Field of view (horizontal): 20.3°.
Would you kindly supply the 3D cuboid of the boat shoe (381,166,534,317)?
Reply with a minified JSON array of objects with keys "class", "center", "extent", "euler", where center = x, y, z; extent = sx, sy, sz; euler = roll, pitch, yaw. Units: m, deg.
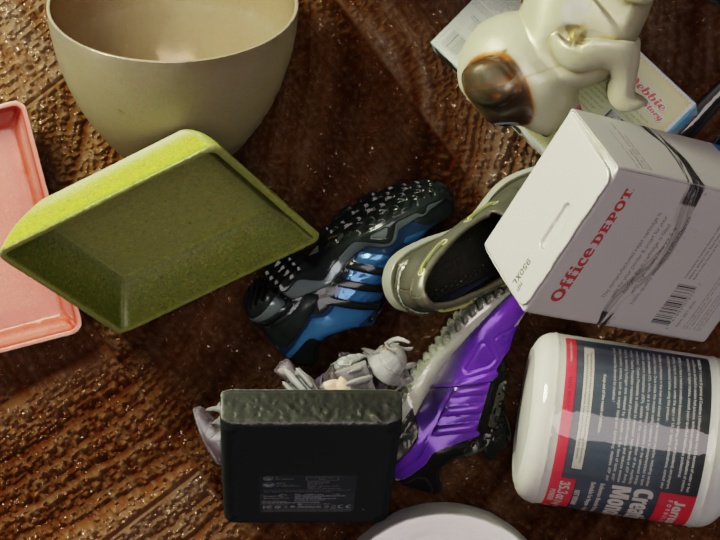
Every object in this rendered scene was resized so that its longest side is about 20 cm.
[{"class":"boat shoe","center":[0.113,-0.024,1.649],"extent":[0.201,0.060,0.072],"euler":[-31,109,-21]}]

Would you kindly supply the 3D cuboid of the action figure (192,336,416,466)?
[{"class":"action figure","center":[-0.037,0.101,1.630],"extent":[0.199,0.130,0.070],"euler":[-31,69,29]}]

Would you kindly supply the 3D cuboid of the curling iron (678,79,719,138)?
[{"class":"curling iron","center":[0.246,-0.090,1.672],"extent":[0.200,0.050,0.026],"euler":[-45,89,7]}]

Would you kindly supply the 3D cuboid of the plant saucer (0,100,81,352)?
[{"class":"plant saucer","center":[-0.351,-0.021,1.690],"extent":[0.199,0.037,0.201],"euler":[-15,91,0]}]

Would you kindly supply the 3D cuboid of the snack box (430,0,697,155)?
[{"class":"snack box","center":[0.167,-0.159,1.661],"extent":[0.116,0.037,0.200],"euler":[-44,75,1]}]

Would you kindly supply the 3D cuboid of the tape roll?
[{"class":"tape roll","center":[0.068,0.297,1.679],"extent":[0.201,0.071,0.204],"euler":[0,92,0]}]

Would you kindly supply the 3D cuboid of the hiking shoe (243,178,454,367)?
[{"class":"hiking shoe","center":[0.000,0.000,1.683],"extent":[0.199,0.074,0.087],"euler":[-34,113,1]}]

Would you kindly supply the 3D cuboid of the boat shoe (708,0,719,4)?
[{"class":"boat shoe","center":[0.261,-0.294,1.629],"extent":[0.068,0.072,0.200],"euler":[-43,128,6]}]

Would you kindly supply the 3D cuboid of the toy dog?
[{"class":"toy dog","center":[0.160,-0.196,1.573],"extent":[0.193,0.140,0.200],"euler":[36,104,-13]}]

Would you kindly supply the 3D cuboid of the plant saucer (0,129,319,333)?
[{"class":"plant saucer","center":[-0.161,-0.039,1.611],"extent":[0.199,0.200,0.048],"euler":[-25,62,14]}]

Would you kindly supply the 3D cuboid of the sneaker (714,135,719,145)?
[{"class":"sneaker","center":[0.333,-0.076,1.681],"extent":[0.081,0.073,0.201],"euler":[8,87,18]}]

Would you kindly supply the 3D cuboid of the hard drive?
[{"class":"hard drive","center":[-0.041,0.151,1.605],"extent":[0.139,0.200,0.033],"euler":[0,62,-3]}]

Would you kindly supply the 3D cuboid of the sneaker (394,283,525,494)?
[{"class":"sneaker","center":[0.094,0.102,1.680],"extent":[0.099,0.070,0.200],"euler":[38,97,-5]}]

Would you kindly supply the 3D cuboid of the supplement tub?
[{"class":"supplement tub","center":[0.230,0.132,1.641],"extent":[0.199,0.140,0.141],"euler":[9,91,0]}]

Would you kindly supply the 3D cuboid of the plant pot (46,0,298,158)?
[{"class":"plant pot","center":[-0.149,-0.157,1.627],"extent":[0.199,0.201,0.135],"euler":[1,124,0]}]

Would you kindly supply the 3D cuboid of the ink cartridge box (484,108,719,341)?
[{"class":"ink cartridge box","center":[0.221,-0.033,1.594],"extent":[0.199,0.084,0.145],"euler":[10,124,-35]}]
